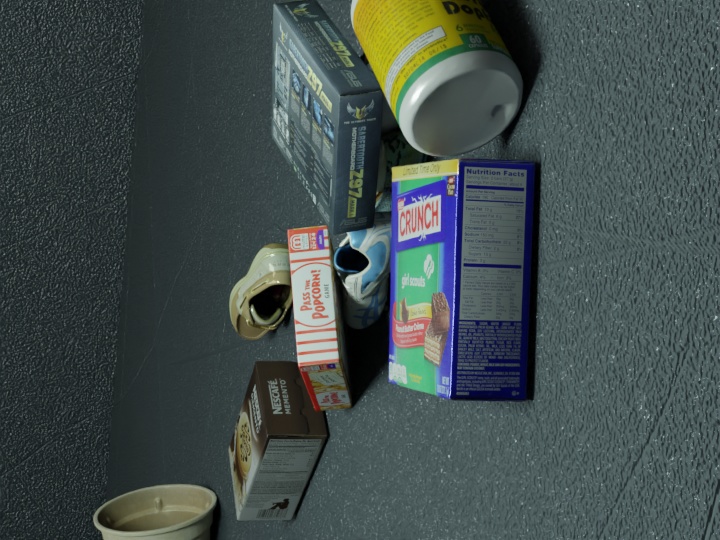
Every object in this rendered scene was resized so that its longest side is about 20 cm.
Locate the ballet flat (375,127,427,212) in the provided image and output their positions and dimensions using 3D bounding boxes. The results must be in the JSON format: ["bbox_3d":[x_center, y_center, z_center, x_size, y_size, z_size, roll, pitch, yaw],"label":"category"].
[{"bbox_3d":[0.011,-0.091,1.525,0.200,0.074,0.075,123,144,-58],"label":"ballet flat"}]

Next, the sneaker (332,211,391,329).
[{"bbox_3d":[0.000,0.000,1.537,0.200,0.072,0.072,109,155,-59],"label":"sneaker"}]

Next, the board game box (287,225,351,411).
[{"bbox_3d":[-0.042,0.057,1.613,0.200,0.046,0.153,80,-175,-70],"label":"board game box"}]

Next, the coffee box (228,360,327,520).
[{"bbox_3d":[-0.109,0.218,1.857,0.201,0.079,0.114,111,155,-47],"label":"coffee box"}]

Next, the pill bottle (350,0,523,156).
[{"bbox_3d":[0.057,-0.207,1.275,0.113,0.112,0.201,111,146,-46],"label":"pill bottle"}]

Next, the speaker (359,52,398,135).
[{"bbox_3d":[0.032,-0.187,1.448,0.200,0.080,0.082,152,118,-71],"label":"speaker"}]

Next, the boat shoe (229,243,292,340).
[{"bbox_3d":[-0.131,0.043,1.951,0.200,0.073,0.067,115,156,-52],"label":"boat shoe"}]

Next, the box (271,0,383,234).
[{"bbox_3d":[-0.037,-0.157,1.461,0.200,0.051,0.159,-123,28,-48],"label":"box"}]

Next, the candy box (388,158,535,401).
[{"bbox_3d":[0.084,0.006,1.272,0.169,0.076,0.202,-178,90,-73],"label":"candy box"}]

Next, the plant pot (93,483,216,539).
[{"bbox_3d":[-0.319,0.469,2.368,0.200,0.199,0.185,-148,49,-70],"label":"plant pot"}]
